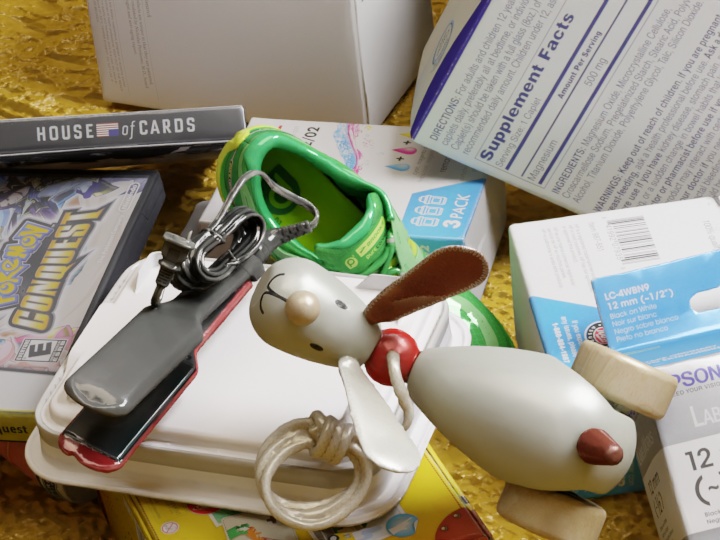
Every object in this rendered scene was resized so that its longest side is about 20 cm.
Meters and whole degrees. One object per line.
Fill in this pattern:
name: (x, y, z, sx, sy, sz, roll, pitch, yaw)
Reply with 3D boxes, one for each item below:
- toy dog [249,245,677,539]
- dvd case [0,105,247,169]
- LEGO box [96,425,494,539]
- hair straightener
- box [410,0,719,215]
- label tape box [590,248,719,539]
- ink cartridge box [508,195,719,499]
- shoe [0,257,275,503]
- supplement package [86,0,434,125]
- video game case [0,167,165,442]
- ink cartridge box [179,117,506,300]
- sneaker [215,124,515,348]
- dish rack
toy dog: (0.047, 0.057, 1.056, 0.198, 0.133, 0.096, 4, -3, -4)
dvd case: (-0.151, -0.077, 1.414, 0.149, 0.025, 0.200, -4, 1, -8)
LEGO box: (-0.038, 0.124, 1.175, 0.148, 0.078, 0.200, -17, 37, -15)
hair straightener: (-0.075, 0.011, 1.134, 0.041, 0.077, 0.200, 28, 44, 19)
box: (0.156, -0.129, 1.342, 0.199, 0.184, 0.105, 23, 35, -10)
label tape box: (0.205, 0.073, 1.130, 0.142, 0.066, 0.201, -12, 73, -6)
ink cartridge box: (0.189, 0.034, 1.254, 0.198, 0.084, 0.145, -8, 36, -3)
shoe: (-0.126, 0.044, 1.307, 0.091, 0.072, 0.200, 26, 50, 33)
supplement package: (-0.066, -0.177, 1.558, 0.199, 0.120, 0.121, 10, 37, 22)
video game case: (-0.220, 0.013, 1.298, 0.179, 0.026, 0.201, 1, 42, 16)
ink cartridge box: (-0.022, -0.031, 1.393, 0.199, 0.068, 0.115, 4, 36, 14)
sneaker: (0.000, 0.000, 1.276, 0.074, 0.200, 0.084, -50, 3, -7)
dish rack: (-0.057, 0.048, 1.181, 0.199, 0.044, 0.172, 6, 38, 18)
